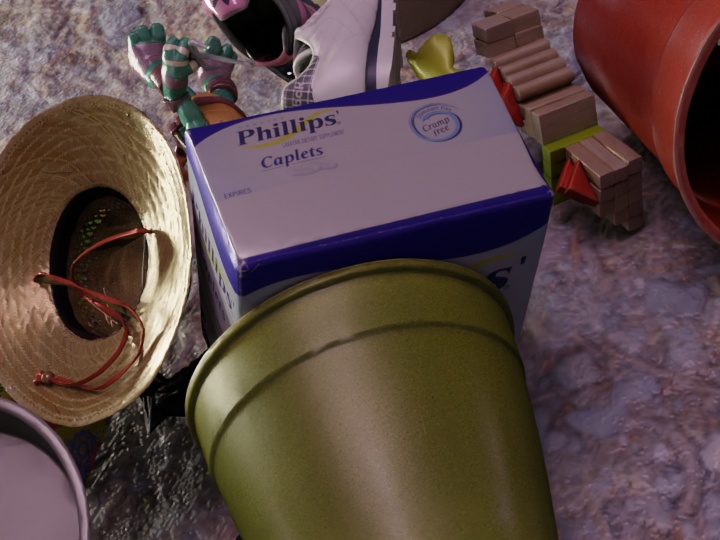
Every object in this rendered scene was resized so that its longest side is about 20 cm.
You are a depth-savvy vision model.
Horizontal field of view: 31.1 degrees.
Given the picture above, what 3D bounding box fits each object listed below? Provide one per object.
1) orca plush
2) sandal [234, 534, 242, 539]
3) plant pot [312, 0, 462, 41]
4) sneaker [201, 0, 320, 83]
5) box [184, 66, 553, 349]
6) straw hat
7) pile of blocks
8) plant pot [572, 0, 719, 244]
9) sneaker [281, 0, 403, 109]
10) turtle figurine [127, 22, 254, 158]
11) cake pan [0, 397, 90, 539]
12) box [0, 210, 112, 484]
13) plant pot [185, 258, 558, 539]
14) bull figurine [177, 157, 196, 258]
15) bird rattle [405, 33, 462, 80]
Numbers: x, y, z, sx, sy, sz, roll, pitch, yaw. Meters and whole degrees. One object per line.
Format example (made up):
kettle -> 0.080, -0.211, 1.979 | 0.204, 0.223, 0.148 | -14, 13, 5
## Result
orca plush -> -0.075, 0.045, 0.903 | 0.198, 0.071, 0.106 | -9, 43, 19
sandal -> -0.061, 0.224, 0.707 | 0.045, 0.075, 0.201 | -18, 37, 28
plant pot -> -0.008, -0.335, 1.164 | 0.185, 0.201, 0.189 | -14, 42, 13
sneaker -> -0.063, -0.171, 0.966 | 0.070, 0.200, 0.083 | -26, 57, 19
box -> 0.000, 0.000, 0.772 | 0.182, 0.201, 0.106 | -14, 54, -13
straw hat -> -0.153, -0.001, 0.814 | 0.199, 0.085, 0.204 | -6, 79, 32
pile of blocks -> 0.127, -0.105, 0.924 | 0.062, 0.082, 0.201 | -21, 62, -14
plant pot -> 0.247, -0.143, 0.856 | 0.199, 0.202, 0.196 | -29, 33, -4
sneaker -> -0.009, -0.170, 0.935 | 0.079, 0.077, 0.201 | -4, 33, 8
turtle figurine -> -0.109, -0.127, 1.012 | 0.101, 0.149, 0.200 | -53, 42, 10
cake pan -> -0.245, 0.173, 0.762 | 0.198, 0.037, 0.203 | -5, 66, 12
box -> -0.266, 0.033, 0.937 | 0.191, 0.122, 0.202 | 0, 58, 34
plant pot -> 0.022, 0.134, 0.693 | 0.198, 0.201, 0.194 | -23, 53, 3
bull figurine -> -0.180, -0.070, 1.080 | 0.198, 0.066, 0.122 | 15, 45, 27
bird rattle -> 0.025, -0.067, 0.974 | 0.162, 0.113, 0.201 | -1, 51, 50
